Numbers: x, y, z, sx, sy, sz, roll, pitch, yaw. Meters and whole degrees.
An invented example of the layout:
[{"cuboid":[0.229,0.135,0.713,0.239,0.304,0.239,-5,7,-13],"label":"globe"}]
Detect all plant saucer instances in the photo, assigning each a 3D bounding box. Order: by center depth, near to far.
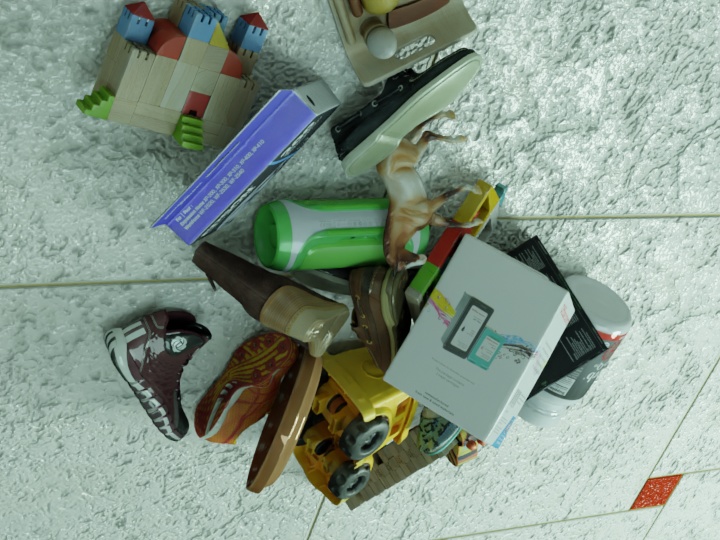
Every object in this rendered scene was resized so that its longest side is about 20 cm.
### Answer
[{"cuboid":[-0.091,0.181,1.652,0.032,0.201,0.202,22,122,-5],"label":"plant saucer"}]

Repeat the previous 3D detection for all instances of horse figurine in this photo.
[{"cuboid":[0.067,-0.108,1.542,0.131,0.050,0.203,-17,99,-12],"label":"horse figurine"}]

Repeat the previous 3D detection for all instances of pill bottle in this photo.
[{"cuboid":[0.286,0.116,1.879,0.115,0.116,0.201,5,128,-34],"label":"pill bottle"}]

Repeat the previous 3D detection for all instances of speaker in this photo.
[{"cuboid":[-0.021,-0.044,1.569,0.198,0.089,0.089,-3,132,-28],"label":"speaker"}]

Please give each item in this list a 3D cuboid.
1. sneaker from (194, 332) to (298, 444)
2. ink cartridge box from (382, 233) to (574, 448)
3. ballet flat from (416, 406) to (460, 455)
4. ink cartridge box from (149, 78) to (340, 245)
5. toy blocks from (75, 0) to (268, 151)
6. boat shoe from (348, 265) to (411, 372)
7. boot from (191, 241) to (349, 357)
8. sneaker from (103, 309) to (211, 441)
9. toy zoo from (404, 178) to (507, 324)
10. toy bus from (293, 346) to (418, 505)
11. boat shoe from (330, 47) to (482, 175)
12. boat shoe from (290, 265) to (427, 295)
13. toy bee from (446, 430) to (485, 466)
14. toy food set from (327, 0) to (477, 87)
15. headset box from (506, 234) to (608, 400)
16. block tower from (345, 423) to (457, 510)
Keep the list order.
[{"cuboid":[-0.136,0.147,1.704,0.077,0.074,0.200,15,133,-39],"label":"sneaker"},{"cuboid":[0.147,0.088,1.612,0.202,0.145,0.147,-59,164,-3],"label":"ink cartridge box"},{"cuboid":[0.124,0.162,1.804,0.200,0.074,0.075,-49,154,-41],"label":"ballet flat"},{"cuboid":[-0.114,-0.112,1.392,0.198,0.043,0.200,-45,180,15],"label":"ink cartridge box"},{"cuboid":[-0.173,-0.206,1.332,0.198,0.100,0.138,10,113,-38],"label":"toy blocks"},{"cuboid":[0.023,0.057,1.624,0.067,0.073,0.201,12,147,13],"label":"boat shoe"},{"cuboid":[-0.101,0.025,1.554,0.073,0.166,0.200,-55,168,1],"label":"boot"},{"cuboid":[-0.221,0.122,1.622,0.115,0.076,0.201,-30,138,-5],"label":"sneaker"},{"cuboid":[0.121,-0.027,1.641,0.201,0.020,0.131,-57,162,-13],"label":"toy zoo"},{"cuboid":[0.011,0.190,1.796,0.191,0.136,0.202,-21,142,-35],"label":"toy bus"},{"cuboid":[0.045,-0.191,1.478,0.199,0.067,0.074,-41,159,24],"label":"boat shoe"},{"cuboid":[0.000,0.000,1.660,0.198,0.072,0.064,14,79,-32],"label":"boat shoe"},{"cuboid":[0.139,0.229,1.907,0.130,0.109,0.200,-35,139,4],"label":"toy bee"},{"cuboid":[0.038,-0.297,1.379,0.142,0.061,0.201,-26,139,-5],"label":"toy food set"},{"cuboid":[0.191,0.084,1.735,0.199,0.175,0.093,-33,172,2],"label":"headset box"},{"cuboid":[0.048,0.270,1.882,0.199,0.058,0.054,-37,174,29],"label":"block tower"}]
